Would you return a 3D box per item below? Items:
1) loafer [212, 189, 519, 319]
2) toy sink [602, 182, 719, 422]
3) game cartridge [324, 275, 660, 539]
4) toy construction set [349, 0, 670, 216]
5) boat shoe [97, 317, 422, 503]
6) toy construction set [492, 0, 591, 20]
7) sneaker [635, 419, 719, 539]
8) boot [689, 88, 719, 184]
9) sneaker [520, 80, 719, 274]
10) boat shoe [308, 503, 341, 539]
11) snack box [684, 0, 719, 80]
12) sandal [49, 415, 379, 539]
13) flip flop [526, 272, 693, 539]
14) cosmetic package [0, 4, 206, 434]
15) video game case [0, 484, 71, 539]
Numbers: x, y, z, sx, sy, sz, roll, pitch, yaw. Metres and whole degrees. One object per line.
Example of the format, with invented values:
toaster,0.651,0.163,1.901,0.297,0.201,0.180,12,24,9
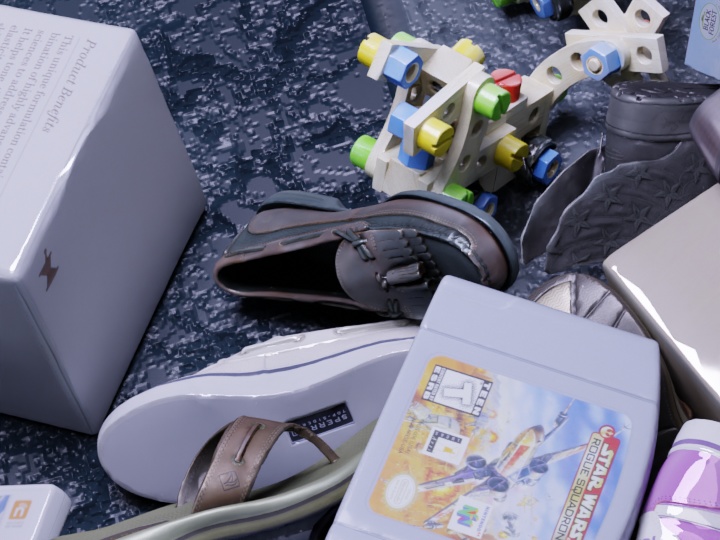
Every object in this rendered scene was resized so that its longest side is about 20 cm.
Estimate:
loafer,0.000,0.000,1.534,0.063,0.072,0.200,-39,26,-31
toy sink,0.248,0.011,1.485,0.200,0.112,0.130,-34,56,-6
game cartridge,0.068,0.101,1.383,0.133,0.042,0.200,15,57,15
toy construction set,0.075,-0.092,1.564,0.200,0.131,0.092,-20,44,-33
boat shoe,-0.043,0.068,1.540,0.200,0.071,0.070,-17,23,11
toy construction set,0.097,-0.211,1.625,0.092,0.200,0.131,-28,78,4
sneaker,0.219,0.168,1.383,0.200,0.073,0.114,27,64,-2
boot,0.284,-0.050,1.405,0.188,0.069,0.200,-31,56,-5
sneaker,0.186,-0.047,1.565,0.200,0.104,0.060,1,16,-27
boat shoe,0.054,0.104,1.488,0.200,0.066,0.070,-31,57,-11
snack box,0.264,-0.207,1.559,0.068,0.169,0.200,29,43,27
sandal,-0.068,0.106,1.451,0.201,0.080,0.057,-17,91,-18
flip flop,0.147,0.092,1.467,0.081,0.058,0.200,-40,83,8
cosmetic package,-0.221,-0.037,1.580,0.200,0.166,0.168,13,60,20
video game case,-0.257,0.193,1.478,0.200,0.022,0.182,-5,52,35
